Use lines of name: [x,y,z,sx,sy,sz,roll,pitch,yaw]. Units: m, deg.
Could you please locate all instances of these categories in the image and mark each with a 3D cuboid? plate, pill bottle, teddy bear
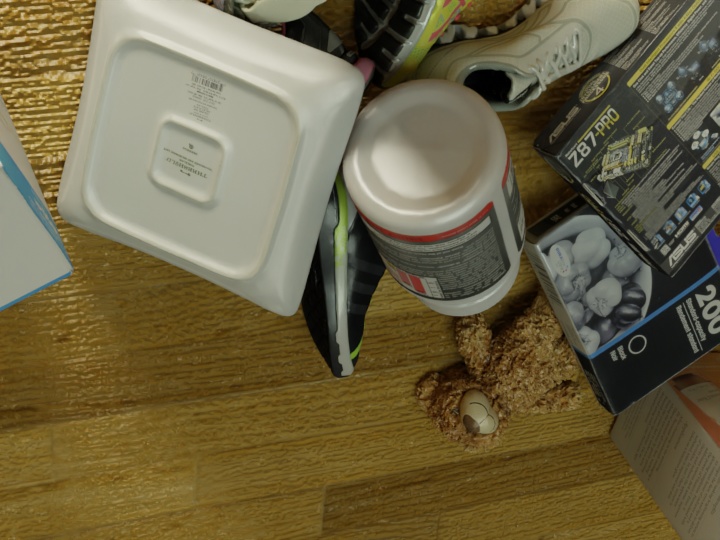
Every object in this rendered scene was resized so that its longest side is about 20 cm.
plate: [-0.114,-0.081,0.989,0.198,0.032,0.202,23,119,9]
pill bottle: [0.061,-0.044,1.048,0.115,0.117,0.200,-30,155,-1]
teddy bear: [0.145,0.083,1.274,0.198,0.067,0.146,-28,128,-4]

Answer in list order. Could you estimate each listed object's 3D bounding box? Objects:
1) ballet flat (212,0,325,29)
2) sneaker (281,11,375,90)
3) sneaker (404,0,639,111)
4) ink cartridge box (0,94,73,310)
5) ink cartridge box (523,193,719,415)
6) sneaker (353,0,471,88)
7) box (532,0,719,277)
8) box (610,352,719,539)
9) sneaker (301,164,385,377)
ballet flat: [-0.013,-0.212,0.953,0.199,0.073,0.072,-24,133,19]
sneaker: [-0.086,-0.113,1.038,0.199,0.079,0.096,-39,101,16]
sneaker: [0.128,-0.160,1.083,0.198,0.081,0.076,-21,128,-10]
ink cartridge box: [-0.285,-0.075,0.898,0.128,0.201,0.126,-27,148,-3]
ink cartridge box: [0.256,-0.006,1.234,0.199,0.043,0.199,-35,119,-8]
sneaker: [0.067,-0.214,1.020,0.090,0.078,0.201,8,123,-38]
box: [0.257,-0.120,1.144,0.161,0.049,0.200,40,90,-29]
box: [0.357,0.177,1.348,0.151,0.201,0.107,1,124,-25]
sneaker: [0.000,0.000,1.147,0.082,0.072,0.202,-14,129,-17]
